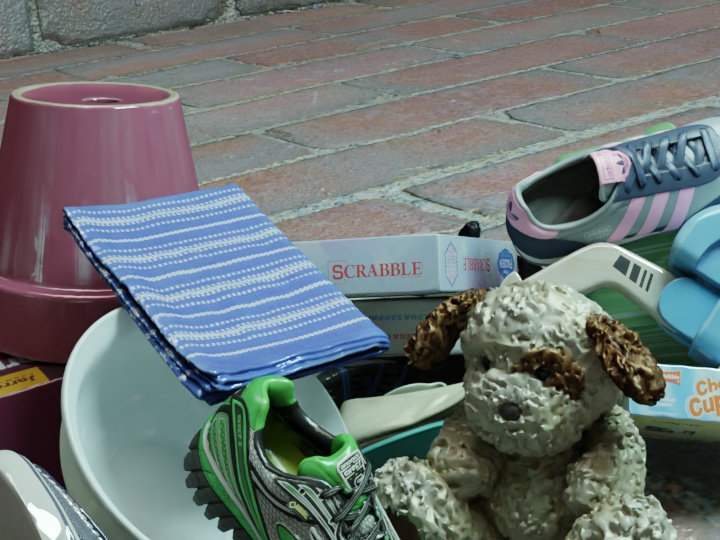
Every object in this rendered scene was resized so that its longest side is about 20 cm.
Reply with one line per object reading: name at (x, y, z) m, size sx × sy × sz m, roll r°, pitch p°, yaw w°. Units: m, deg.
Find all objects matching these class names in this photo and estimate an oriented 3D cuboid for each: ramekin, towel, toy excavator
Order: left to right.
towel at (-0.088, 0.005, 0.810) m, size 0.143 × 0.024 × 0.200 m, roll -12°, pitch 42°, yaw -36°
ramekin at (0.213, -0.009, 1.002) m, size 0.096 × 0.203 × 0.200 m, roll -10°, pitch 19°, yaw 5°
toy excavator at (0.218, 0.011, 0.861) m, size 0.199 × 0.196 × 0.100 m, roll 35°, pitch -3°, yaw 17°

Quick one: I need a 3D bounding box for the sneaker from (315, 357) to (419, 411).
sneaker at (-0.049, 0.098, 0.923) m, size 0.197 × 0.077 × 0.077 m, roll -11°, pitch 25°, yaw -23°

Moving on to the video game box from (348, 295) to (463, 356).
video game box at (0.074, 0.043, 0.999) m, size 0.179 × 0.048 × 0.200 m, roll 1°, pitch -1°, yaw 3°

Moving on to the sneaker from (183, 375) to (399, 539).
sneaker at (-0.016, 0.145, 0.686) m, size 0.200 × 0.086 × 0.078 m, roll 46°, pitch 38°, yaw 13°

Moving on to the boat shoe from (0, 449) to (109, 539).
boat shoe at (-0.115, 0.170, 0.628) m, size 0.092 × 0.201 × 0.075 m, roll -17°, pitch -19°, yaw -48°

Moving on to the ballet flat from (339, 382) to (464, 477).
ballet flat at (0.076, 0.097, 0.878) m, size 0.197 × 0.070 × 0.070 m, roll -11°, pitch 19°, yaw 2°

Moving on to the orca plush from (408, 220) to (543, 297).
orca plush at (0.094, -0.011, 1.126) m, size 0.104 × 0.072 × 0.199 m, roll 2°, pitch -5°, yaw -25°

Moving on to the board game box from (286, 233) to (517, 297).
board game box at (0.000, 0.000, 0.960) m, size 0.197 × 0.042 × 0.199 m, roll -3°, pitch -2°, yaw 23°

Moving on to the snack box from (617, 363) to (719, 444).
snack box at (0.271, 0.094, 0.827) m, size 0.197 × 0.038 × 0.116 m, roll 4°, pitch -13°, yaw 8°

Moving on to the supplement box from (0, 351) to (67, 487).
supplement box at (-0.286, 0.098, 0.954) m, size 0.109 × 0.087 × 0.199 m, roll -15°, pitch 23°, yaw -29°

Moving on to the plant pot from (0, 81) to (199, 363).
plant pot at (-0.201, -0.046, 0.966) m, size 0.197 × 0.182 × 0.200 m, roll 2°, pitch 16°, yaw 0°

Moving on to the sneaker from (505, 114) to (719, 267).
sneaker at (0.194, -0.063, 0.877) m, size 0.198 × 0.071 × 0.082 m, roll -24°, pitch -24°, yaw 8°

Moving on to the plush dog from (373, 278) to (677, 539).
plush dog at (0.114, 0.090, 0.768) m, size 0.198 × 0.174 × 0.160 m, roll 7°, pitch 22°, yaw 31°

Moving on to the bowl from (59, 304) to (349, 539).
bowl at (-0.106, 0.124, 0.783) m, size 0.199 × 0.091 × 0.203 m, roll 23°, pitch 40°, yaw -20°
